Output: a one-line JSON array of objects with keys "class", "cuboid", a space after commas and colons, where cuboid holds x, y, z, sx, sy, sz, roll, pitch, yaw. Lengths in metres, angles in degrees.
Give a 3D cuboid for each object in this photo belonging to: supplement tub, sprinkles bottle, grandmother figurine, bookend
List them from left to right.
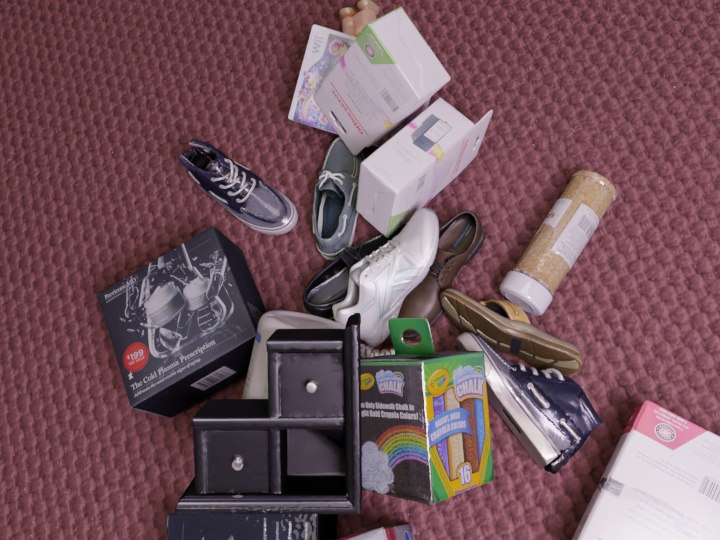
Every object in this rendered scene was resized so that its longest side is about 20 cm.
[{"class": "bookend", "cuboid": [-0.096, 0.152, 0.739, 0.197, 0.092, 0.202, 0, 94, 1]}, {"class": "supplement tub", "cuboid": [-0.084, 0.162, 0.852, 0.131, 0.132, 0.202, 16, 97, 17]}, {"class": "grandmother figurine", "cuboid": [0.008, -0.328, 1.071, 0.121, 0.060, 0.202, -15, 69, 36]}, {"class": "sprinkles bottle", "cuboid": [0.267, -0.038, 0.908, 0.068, 0.068, 0.201, 32, 80, 20]}]

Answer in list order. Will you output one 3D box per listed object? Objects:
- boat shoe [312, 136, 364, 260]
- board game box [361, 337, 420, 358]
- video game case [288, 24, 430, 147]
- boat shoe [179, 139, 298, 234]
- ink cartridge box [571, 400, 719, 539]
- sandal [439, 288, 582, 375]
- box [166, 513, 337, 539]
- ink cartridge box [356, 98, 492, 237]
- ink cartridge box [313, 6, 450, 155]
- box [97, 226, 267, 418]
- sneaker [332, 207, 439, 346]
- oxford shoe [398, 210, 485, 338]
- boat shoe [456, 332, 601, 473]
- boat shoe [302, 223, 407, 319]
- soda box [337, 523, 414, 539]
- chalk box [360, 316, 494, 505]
[{"class": "boat shoe", "cuboid": [-0.033, -0.118, 1.002, 0.072, 0.062, 0.202, 2, 71, 15]}, {"class": "board game box", "cuboid": [-0.019, 0.137, 0.936, 0.198, 0.019, 0.104, 5, 71, 14]}, {"class": "video game case", "cuboid": [0.005, -0.269, 1.012, 0.198, 0.018, 0.144, 17, 99, 1]}, {"class": "boat shoe", "cuboid": [-0.189, -0.126, 1.021, 0.199, 0.093, 0.075, 28, 79, 19]}, {"class": "ink cartridge box", "cuboid": [0.347, 0.277, 0.775, 0.145, 0.085, 0.201, 27, 77, 19]}, {"class": "sandal", "cuboid": [0.198, 0.072, 0.885, 0.199, 0.081, 0.054, 23, 60, 15]}, {"class": "box", "cuboid": [-0.132, 0.373, 0.834, 0.198, 0.104, 0.149, -5, 71, 11]}, {"class": "ink cartridge box", "cuboid": [0.087, -0.153, 0.934, 0.067, 0.117, 0.200, 42, 67, 16]}, {"class": "ink cartridge box", "cuboid": [0.022, -0.254, 0.938, 0.067, 0.200, 0.117, -39, 95, -29]}, {"class": "box", "cuboid": [-0.239, 0.075, 0.949, 0.199, 0.104, 0.183, -30, 64, 4]}, {"class": "sneaker", "cuboid": [0.035, 0.002, 0.890, 0.080, 0.070, 0.201, 27, 96, -21]}, {"class": "oxford shoe", "cuboid": [0.099, 0.000, 0.923, 0.072, 0.084, 0.201, 28, 81, 17]}, {"class": "boat shoe", "cuboid": [0.212, 0.146, 0.854, 0.092, 0.075, 0.201, -33, 74, -9]}, {"class": "boat shoe", "cuboid": [0.000, 0.000, 0.956, 0.199, 0.062, 0.075, -35, 66, -3]}, {"class": "soda box", "cuboid": [0.024, 0.331, 0.763, 0.063, 0.200, 0.071, -18, 68, 7]}, {"class": "chalk box", "cuboid": [0.071, 0.157, 0.809, 0.124, 0.123, 0.202, -7, 84, 44]}]
